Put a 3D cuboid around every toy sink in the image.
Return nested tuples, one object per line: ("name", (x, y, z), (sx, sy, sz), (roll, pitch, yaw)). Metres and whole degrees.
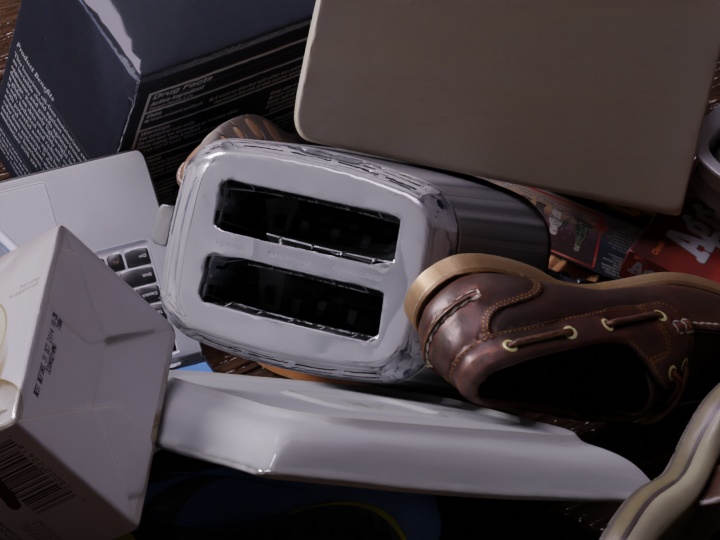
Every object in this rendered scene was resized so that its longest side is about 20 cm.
("toy sink", (0.066, -0.115, 1.361), (0.200, 0.131, 0.112), (10, 9, -13))

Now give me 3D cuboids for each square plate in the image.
("square plate", (-0.001, 0.070, 1.199), (0.198, 0.028, 0.200), (6, 3, -30))

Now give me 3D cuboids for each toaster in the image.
("toaster", (0.000, 0.000, 1.323), (0.200, 0.114, 0.129), (14, 4, 26))

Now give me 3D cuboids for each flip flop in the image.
("flip flop", (0.148, 0.102, 1.134), (0.058, 0.081, 0.200), (24, 34, 22))

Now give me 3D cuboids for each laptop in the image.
("laptop", (-0.173, 0.027, 1.401), (0.187, 0.200, 0.116), (-14, -19, -11))

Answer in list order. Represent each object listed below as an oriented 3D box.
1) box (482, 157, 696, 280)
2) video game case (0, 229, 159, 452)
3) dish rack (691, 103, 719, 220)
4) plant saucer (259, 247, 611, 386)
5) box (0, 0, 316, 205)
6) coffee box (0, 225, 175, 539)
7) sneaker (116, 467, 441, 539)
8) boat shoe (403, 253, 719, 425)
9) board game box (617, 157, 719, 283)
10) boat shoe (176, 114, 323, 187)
("box", (0.124, -0.054, 1.486), (0.200, 0.040, 0.137), (23, 33, 22))
("video game case", (-0.212, 0.060, 1.344), (0.182, 0.023, 0.200), (-29, 47, -25))
("dish rack", (0.263, -0.044, 1.409), (0.172, 0.044, 0.200), (32, 36, 14))
("plant saucer", (0.033, 0.007, 1.476), (0.200, 0.032, 0.200), (-9, 21, 3))
("box", (-0.091, -0.123, 1.592), (0.200, 0.198, 0.123), (-23, 67, -29))
("coffee box", (-0.184, 0.080, 1.176), (0.200, 0.080, 0.114), (-26, 36, 30))
("sneaker", (-0.063, 0.116, 1.204), (0.200, 0.066, 0.078), (-2, 16, 16))
("boat shoe", (0.112, 0.042, 1.256), (0.200, 0.070, 0.070), (4, 35, -34))
("board game box", (0.211, -0.024, 1.411), (0.103, 0.019, 0.200), (27, 35, 11))
("boat shoe", (-0.056, -0.038, 1.537), (0.072, 0.076, 0.200), (-33, -12, 19))
